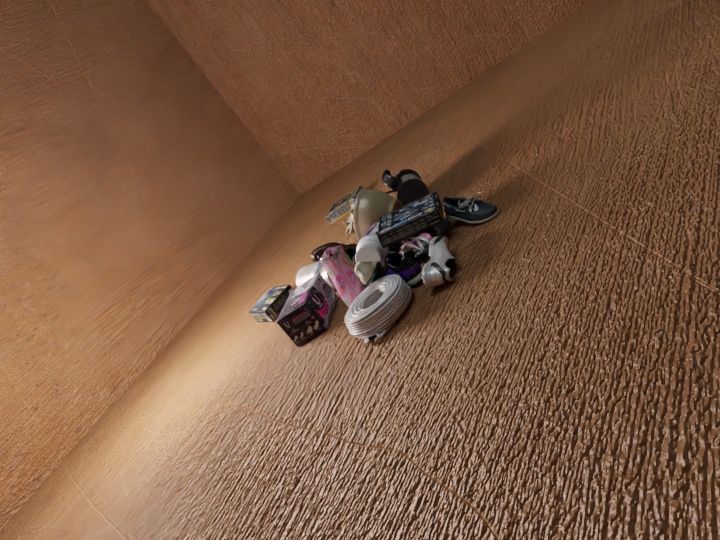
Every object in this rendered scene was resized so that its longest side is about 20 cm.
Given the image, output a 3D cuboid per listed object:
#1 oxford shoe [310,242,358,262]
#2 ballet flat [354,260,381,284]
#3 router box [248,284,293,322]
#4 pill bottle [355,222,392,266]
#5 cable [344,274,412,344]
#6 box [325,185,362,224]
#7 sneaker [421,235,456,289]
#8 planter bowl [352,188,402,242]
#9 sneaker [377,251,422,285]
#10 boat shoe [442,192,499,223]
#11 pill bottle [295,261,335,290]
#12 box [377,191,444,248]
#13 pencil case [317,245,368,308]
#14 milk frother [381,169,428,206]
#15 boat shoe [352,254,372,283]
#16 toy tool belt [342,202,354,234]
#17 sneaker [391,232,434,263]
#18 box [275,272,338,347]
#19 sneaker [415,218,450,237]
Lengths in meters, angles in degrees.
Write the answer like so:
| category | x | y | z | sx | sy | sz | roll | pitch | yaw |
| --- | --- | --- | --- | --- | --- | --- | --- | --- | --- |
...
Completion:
| category | x | y | z | sx | sy | sz | roll | pitch | yaw |
| --- | --- | --- | --- | --- | --- | --- | --- | --- | --- |
| oxford shoe | -0.080 | -0.059 | 1.941 | 0.197 | 0.074 | 0.085 | -7 | 16 | 0 |
| ballet flat | 0.019 | -0.003 | 1.527 | 0.069 | 0.070 | 0.200 | -37 | -3 | 6 |
| router box | -0.351 | 0.133 | 2.188 | 0.150 | 0.062 | 0.199 | -50 | 19 | -25 |
| pill bottle | 0.050 | -0.072 | 1.725 | 0.111 | 0.112 | 0.200 | -31 | 10 | 26 |
| cable | 0.043 | 0.094 | 1.440 | 0.200 | 0.069 | 0.199 | -45 | 18 | -15 |
| box | -0.075 | -0.336 | 2.795 | 0.199 | 0.049 | 0.160 | -30 | 22 | 29 |
| sneaker | 0.214 | -0.024 | 1.403 | 0.079 | 0.074 | 0.201 | -13 | 32 | 26 |
| planter bowl | 0.074 | -0.186 | 1.914 | 0.133 | 0.202 | 0.201 | 3 | 37 | 25 |
| sneaker | 0.096 | -0.008 | 1.524 | 0.070 | 0.100 | 0.199 | -48 | 16 | -27 |
| boat shoe | 0.308 | -0.181 | 1.549 | 0.074 | 0.062 | 0.199 | -35 | 24 | -18 |
| pill bottle | -0.133 | 0.024 | 1.912 | 0.199 | 0.115 | 0.115 | -15 | 29 | 53 |
| box | 0.147 | -0.152 | 1.622 | 0.198 | 0.046 | 0.159 | -24 | 22 | 14 |
| pencil case | -0.041 | 0.023 | 1.574 | 0.087 | 0.202 | 0.087 | -31 | 2 | 1 |
| milk frother | 0.149 | -0.271 | 2.063 | 0.189 | 0.178 | 0.203 | -93 | 13 | -70 |
| boat shoe | 0.000 | 0.000 | 1.762 | 0.072 | 0.071 | 0.200 | -39 | 18 | 2 |
| toy tool belt | -0.009 | -0.188 | 2.218 | 0.200 | 0.123 | 0.124 | -80 | 13 | -69 |
| sneaker | 0.141 | -0.058 | 1.602 | 0.087 | 0.080 | 0.199 | -51 | 17 | -20 |
| box | -0.166 | 0.120 | 1.741 | 0.131 | 0.115 | 0.201 | -32 | 19 | 23 |
| sneaker | 0.207 | -0.131 | 1.683 | 0.089 | 0.079 | 0.199 | -31 | 21 | -20 |
